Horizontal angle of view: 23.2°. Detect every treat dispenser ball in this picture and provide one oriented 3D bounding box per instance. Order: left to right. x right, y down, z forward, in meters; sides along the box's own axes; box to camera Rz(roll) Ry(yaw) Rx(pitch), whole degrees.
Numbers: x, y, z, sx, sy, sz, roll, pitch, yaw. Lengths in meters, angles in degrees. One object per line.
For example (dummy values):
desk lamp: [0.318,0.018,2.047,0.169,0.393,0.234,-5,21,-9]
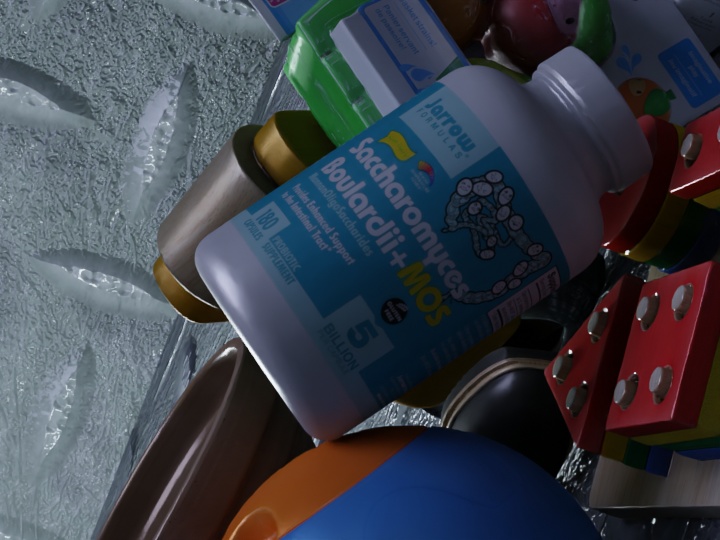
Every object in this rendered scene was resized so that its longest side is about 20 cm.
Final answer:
treat dispenser ball: [0.024,0.172,0.803,0.201,0.201,0.201,-160,90,-78]

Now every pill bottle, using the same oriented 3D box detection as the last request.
pill bottle: [0.033,-0.019,0.801,0.200,0.111,0.111,-35,12,-4]

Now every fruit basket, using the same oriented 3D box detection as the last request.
fruit basket: [0.069,-0.122,0.914,0.200,0.185,0.094,-31,-11,-11]

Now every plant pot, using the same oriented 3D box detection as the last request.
plant pot: [-0.078,0.144,0.940,0.201,0.093,0.201,-55,12,17]

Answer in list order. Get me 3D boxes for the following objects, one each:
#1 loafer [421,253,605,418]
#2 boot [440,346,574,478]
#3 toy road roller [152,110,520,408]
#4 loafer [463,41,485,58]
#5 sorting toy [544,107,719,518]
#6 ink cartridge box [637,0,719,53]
loafer: [0.080,0.047,1.072,0.201,0.068,0.070,-48,17,53]
boot: [0.075,0.152,0.947,0.138,0.077,0.200,-89,9,-47]
toy road roller: [0.000,0.000,0.980,0.123,0.200,0.146,-48,62,30]
loafer: [0.054,-0.158,1.150,0.200,0.071,0.073,-25,-1,-37]
sorting toy: [0.153,0.008,0.806,0.199,0.070,0.200,152,136,-73]
ink cartridge box: [0.218,-0.220,0.937,0.200,0.050,0.161,133,154,-67]
